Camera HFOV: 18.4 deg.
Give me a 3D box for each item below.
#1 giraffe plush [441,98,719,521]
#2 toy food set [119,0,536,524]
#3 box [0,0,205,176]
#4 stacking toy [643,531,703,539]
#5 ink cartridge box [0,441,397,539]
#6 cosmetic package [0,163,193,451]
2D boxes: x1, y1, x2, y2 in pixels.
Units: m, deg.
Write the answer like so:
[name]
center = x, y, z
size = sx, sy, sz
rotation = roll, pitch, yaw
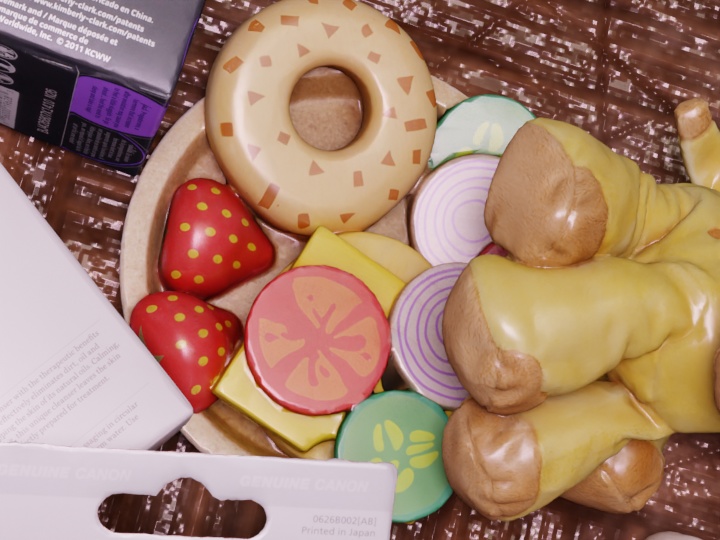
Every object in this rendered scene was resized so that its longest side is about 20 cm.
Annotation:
[giraffe plush]
center = 0.149, 0.032, 0.861
size = 0.199, 0.161, 0.174
rotation = -21, 121, -42
[toy food set]
center = 0.000, 0.000, 0.924
size = 0.197, 0.049, 0.201
rotation = 33, 73, -5
[box]
center = -0.100, -0.159, 0.895
size = 0.105, 0.122, 0.202
rotation = 20, 74, -8
[stacking toy]
center = 0.102, 0.216, 0.882
size = 0.200, 0.146, 0.146
rotation = -42, 90, 1
[ink cartridge box]
center = -0.078, 0.158, 0.834
size = 0.161, 0.050, 0.202
rotation = 4, 101, -12
[cosmetic package]
center = -0.168, 0.013, 0.862
size = 0.107, 0.085, 0.201
rotation = -37, 88, -17
